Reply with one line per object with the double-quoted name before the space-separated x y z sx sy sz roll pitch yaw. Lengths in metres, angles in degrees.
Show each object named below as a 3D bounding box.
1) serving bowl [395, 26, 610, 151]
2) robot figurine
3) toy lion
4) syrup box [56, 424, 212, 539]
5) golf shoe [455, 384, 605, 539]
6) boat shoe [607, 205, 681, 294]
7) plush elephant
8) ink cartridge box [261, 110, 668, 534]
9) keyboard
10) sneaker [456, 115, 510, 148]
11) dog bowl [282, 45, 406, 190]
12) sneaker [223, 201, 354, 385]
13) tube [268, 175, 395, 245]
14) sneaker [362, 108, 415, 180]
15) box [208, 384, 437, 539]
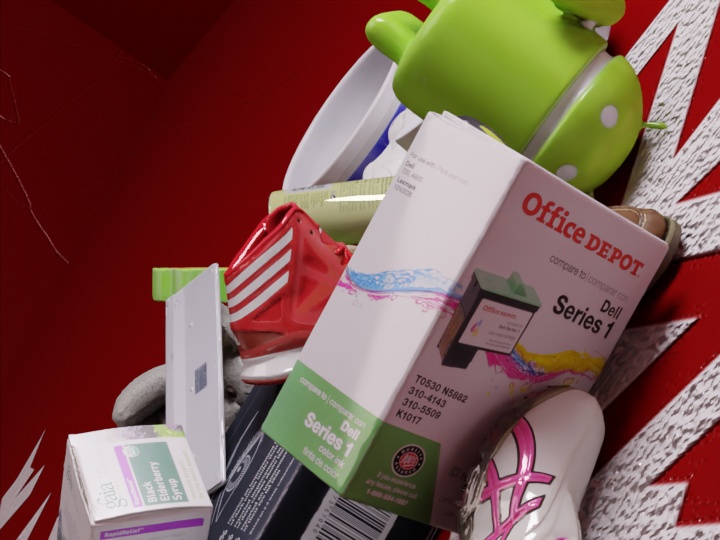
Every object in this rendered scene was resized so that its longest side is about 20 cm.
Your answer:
"serving bowl" 0.121 -0.143 1.205 0.200 0.066 0.200 -41 6 5
"robot figurine" 0.103 -0.127 1.045 0.176 0.200 0.116 -53 -6 17
"toy lion" -0.071 0.012 1.273 0.200 0.191 0.069 -179 89 -71
"syrup box" -0.154 0.202 1.015 0.079 0.081 0.201 -121 35 -47
"golf shoe" 0.087 0.147 0.796 0.092 0.073 0.200 11 54 35
"boat shoe" 0.116 -0.004 0.976 0.200 0.068 0.072 -26 31 59
"plush elephant" -0.103 0.117 1.212 0.200 0.165 0.155 -53 0 -29
"ink cartridge box" 0.060 0.035 0.860 0.084 0.145 0.201 32 96 46
"keyboard" -0.119 0.082 1.123 0.056 0.011 0.201 -32 43 26
"sneaker" 0.053 0.005 0.944 0.074 0.081 0.201 29 124 49
"dog bowl" 0.011 -0.132 1.529 0.200 0.079 0.200 -50 17 22
"sneaker" 0.000 0.000 1.073 0.199 0.116 0.078 -17 5 -26
"tube" 0.030 -0.049 1.205 0.052 0.199 0.058 56 -153 -70
"sneaker" 0.059 -0.106 1.339 0.100 0.075 0.200 -47 18 35
"box" -0.036 0.159 1.044 0.148 0.104 0.200 -60 15 -11
